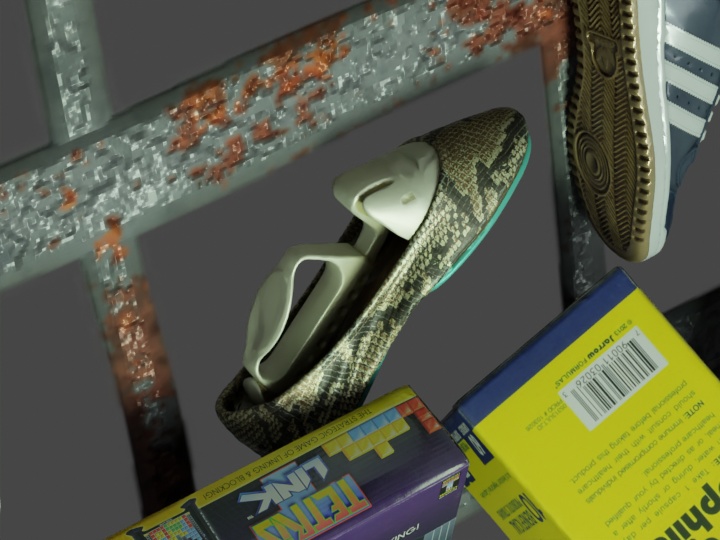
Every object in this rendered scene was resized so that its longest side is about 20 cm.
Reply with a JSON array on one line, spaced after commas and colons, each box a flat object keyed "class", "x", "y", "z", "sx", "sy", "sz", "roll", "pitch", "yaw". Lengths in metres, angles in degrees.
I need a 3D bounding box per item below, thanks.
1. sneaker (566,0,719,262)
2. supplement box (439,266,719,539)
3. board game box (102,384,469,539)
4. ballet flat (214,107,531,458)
[{"class": "sneaker", "x": 0.159, "y": -0.104, "z": 1.372, "sx": 0.108, "sy": 0.070, "sz": 0.200, "roll": -20, "pitch": 122, "yaw": -25}, {"class": "supplement box", "x": 0.140, "y": 0.115, "z": 1.382, "sx": 0.109, "sy": 0.200, "sz": 0.109, "roll": -40, "pitch": 175, "yaw": -13}, {"class": "board game box", "x": -0.052, "y": 0.156, "z": 1.332, "sx": 0.200, "sy": 0.057, "sz": 0.165, "roll": -27, "pitch": 153, "yaw": -22}, {"class": "ballet flat", "x": 0.000, "y": 0.000, "z": 1.320, "sx": 0.075, "sy": 0.068, "sz": 0.200, "roll": 29, "pitch": 99, "yaw": -34}]
